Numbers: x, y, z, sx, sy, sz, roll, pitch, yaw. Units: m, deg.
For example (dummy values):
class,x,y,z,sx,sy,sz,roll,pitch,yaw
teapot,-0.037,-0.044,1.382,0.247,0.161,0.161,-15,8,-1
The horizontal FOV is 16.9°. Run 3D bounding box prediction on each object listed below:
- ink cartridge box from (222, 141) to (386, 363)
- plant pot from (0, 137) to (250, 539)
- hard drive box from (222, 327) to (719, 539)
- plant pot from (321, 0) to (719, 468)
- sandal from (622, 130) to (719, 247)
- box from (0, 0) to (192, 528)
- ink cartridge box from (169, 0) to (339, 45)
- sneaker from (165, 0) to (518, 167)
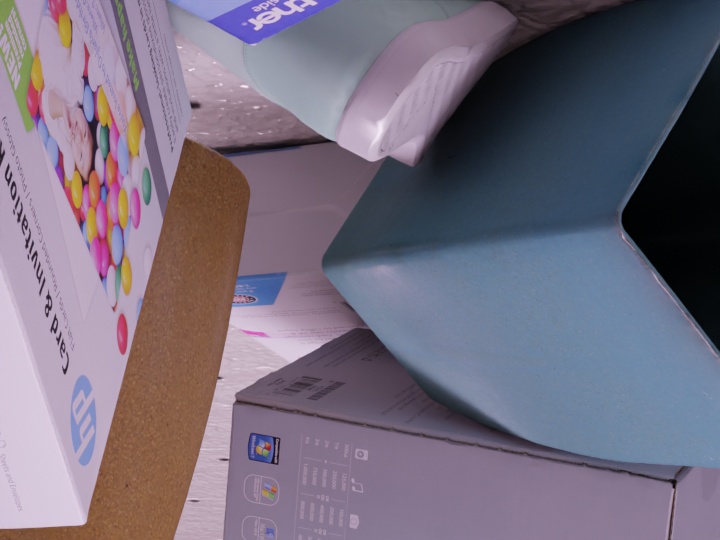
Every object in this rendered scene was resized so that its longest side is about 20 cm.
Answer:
class,x,y,z,sx,sy,sz,roll,pitch,yaw
ink cartridge box,0.000,0.000,1.210,0.115,0.068,0.200,-4,162,20
plant pot,-0.135,0.061,0.926,0.186,0.201,0.186,-1,163,0
hard drive box,0.060,0.091,1.089,0.200,0.077,0.156,9,-166,20
plant pot,0.094,-0.012,0.978,0.200,0.141,0.141,-8,131,48
sandal,0.164,-0.042,1.050,0.202,0.050,0.083,22,143,4
box,-0.099,-0.048,0.742,0.041,0.200,0.156,-2,131,11
ink cartridge box,-0.025,-0.141,0.688,0.136,0.077,0.200,-24,154,29
sneaker,-0.011,-0.099,0.918,0.118,0.074,0.200,36,-171,7
